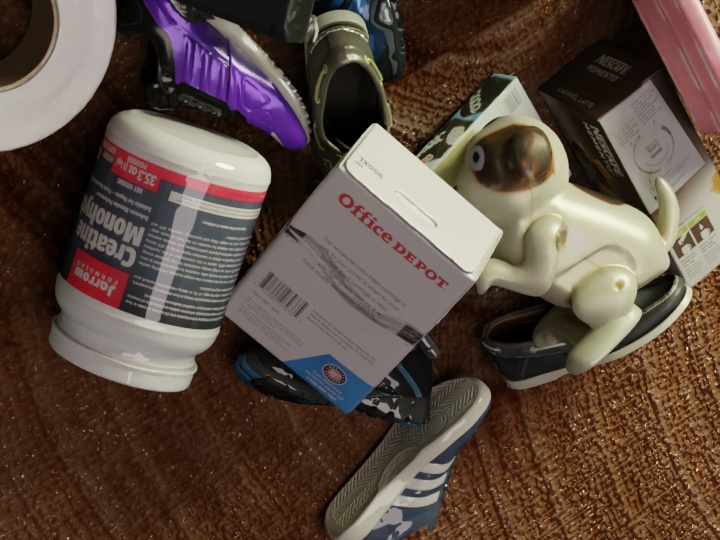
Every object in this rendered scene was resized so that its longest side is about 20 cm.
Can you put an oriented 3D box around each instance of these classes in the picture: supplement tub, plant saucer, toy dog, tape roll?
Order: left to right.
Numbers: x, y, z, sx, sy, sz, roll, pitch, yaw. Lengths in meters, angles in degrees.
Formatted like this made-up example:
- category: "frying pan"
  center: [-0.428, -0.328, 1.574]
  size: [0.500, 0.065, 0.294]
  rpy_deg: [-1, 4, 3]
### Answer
- category: "tape roll"
  center: [-0.291, -0.197, 1.549]
  size: [0.201, 0.071, 0.204]
  rpy_deg: [-8, 111, -22]
- category: "supplement tub"
  center: [-0.165, -0.017, 1.633]
  size: [0.140, 0.140, 0.201]
  rpy_deg: [14, 101, -29]
- category: "toy dog"
  center: [0.163, -0.041, 1.709]
  size: [0.194, 0.140, 0.200]
  rpy_deg: [-40, 107, 7]
- category: "plant saucer"
  center: [0.284, -0.198, 1.757]
  size: [0.051, 0.201, 0.201]
  rpy_deg: [-27, 120, 11]

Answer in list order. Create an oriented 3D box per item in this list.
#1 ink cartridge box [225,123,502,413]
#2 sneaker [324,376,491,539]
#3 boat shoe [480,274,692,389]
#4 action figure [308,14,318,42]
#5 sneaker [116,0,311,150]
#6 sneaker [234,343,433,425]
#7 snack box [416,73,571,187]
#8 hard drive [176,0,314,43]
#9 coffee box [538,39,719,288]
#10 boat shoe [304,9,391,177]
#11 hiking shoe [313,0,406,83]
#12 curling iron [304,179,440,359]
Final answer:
- category: "ink cartridge box"
  center: [0.000, 0.000, 1.667]
  size: [0.144, 0.084, 0.200]
  rpy_deg: [40, 128, -4]
- category: "sneaker"
  center: [0.059, 0.188, 1.856]
  size: [0.200, 0.075, 0.084]
  rpy_deg: [-46, 123, 6]
- category: "boat shoe"
  center: [0.204, 0.046, 1.828]
  size: [0.199, 0.072, 0.068]
  rpy_deg: [-22, 116, 25]
- category: "action figure"
  center: [-0.079, -0.269, 1.572]
  size: [0.069, 0.130, 0.201]
  rpy_deg: [-25, 88, -37]
- category: "sneaker"
  center: [-0.128, -0.159, 1.647]
  size: [0.099, 0.070, 0.200]
  rpy_deg: [-42, 115, -1]
- category: "sneaker"
  center: [-0.022, 0.083, 1.788]
  size: [0.199, 0.073, 0.082]
  rpy_deg: [14, 84, -33]
- category: "snack box"
  center: [0.092, -0.064, 1.769]
  size: [0.200, 0.037, 0.116]
  rpy_deg: [-47, 122, -22]
- category: "hard drive"
  center: [-0.110, -0.268, 1.526]
  size: [0.033, 0.199, 0.140]
  rpy_deg: [-10, 119, -54]
- category: "coffee box"
  center: [0.257, -0.097, 1.819]
  size: [0.080, 0.114, 0.200]
  rpy_deg: [-38, 120, -9]
- category: "boat shoe"
  center: [-0.009, -0.122, 1.683]
  size: [0.072, 0.060, 0.202]
  rpy_deg: [-12, 136, -3]
- category: "hiking shoe"
  center: [-0.021, -0.243, 1.672]
  size: [0.086, 0.075, 0.201]
  rpy_deg: [-18, 116, 6]
- category: "curling iron"
  center: [0.011, 0.004, 1.766]
  size: [0.026, 0.050, 0.200]
  rpy_deg: [-38, 114, -11]
